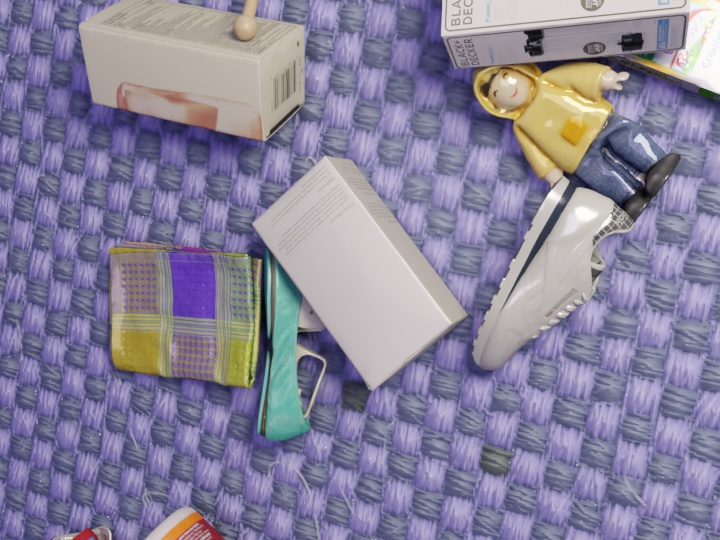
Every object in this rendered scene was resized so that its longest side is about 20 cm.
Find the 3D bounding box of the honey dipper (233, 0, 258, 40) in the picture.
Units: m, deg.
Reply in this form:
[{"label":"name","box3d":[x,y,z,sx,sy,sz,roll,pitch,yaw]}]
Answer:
[{"label":"honey dipper","box3d":[-0.094,-0.307,0.819,0.037,0.038,0.202,3,65,17]}]

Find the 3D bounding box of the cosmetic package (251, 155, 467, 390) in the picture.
[{"label":"cosmetic package","box3d":[0.000,0.000,0.831,0.107,0.085,0.201,-38,83,17]}]

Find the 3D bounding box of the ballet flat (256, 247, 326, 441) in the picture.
[{"label":"ballet flat","box3d":[-0.068,0.075,0.876,0.069,0.067,0.203,2,95,-7]}]

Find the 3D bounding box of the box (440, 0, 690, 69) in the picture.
[{"label":"box","box3d":[0.170,-0.242,0.717,0.197,0.060,0.118,0,76,19]}]

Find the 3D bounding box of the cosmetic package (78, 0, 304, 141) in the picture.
[{"label":"cosmetic package","box3d":[-0.163,-0.204,0.850,0.198,0.104,0.088,16,129,17]}]

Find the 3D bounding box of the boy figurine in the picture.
[{"label":"boy figurine","box3d":[0.189,-0.134,0.765,0.199,0.064,0.125,40,127,8]}]

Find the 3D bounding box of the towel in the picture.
[{"label":"towel","box3d":[-0.193,0.047,0.913,0.198,0.023,0.146,5,94,27]}]

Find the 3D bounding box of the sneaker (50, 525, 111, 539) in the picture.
[{"label":"sneaker","box3d":[-0.273,0.357,0.948,0.197,0.071,0.114,11,100,19]}]

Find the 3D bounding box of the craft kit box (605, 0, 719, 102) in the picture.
[{"label":"craft kit box","box3d":[0.285,-0.271,0.746,0.196,0.048,0.202,26,101,12]}]

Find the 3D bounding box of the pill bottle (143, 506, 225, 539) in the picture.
[{"label":"pill bottle","box3d":[-0.149,0.354,0.886,0.200,0.113,0.113,41,104,11]}]

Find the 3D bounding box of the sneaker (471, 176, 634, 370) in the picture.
[{"label":"sneaker","box3d":[0.167,0.018,0.772,0.080,0.076,0.202,27,119,7]}]
